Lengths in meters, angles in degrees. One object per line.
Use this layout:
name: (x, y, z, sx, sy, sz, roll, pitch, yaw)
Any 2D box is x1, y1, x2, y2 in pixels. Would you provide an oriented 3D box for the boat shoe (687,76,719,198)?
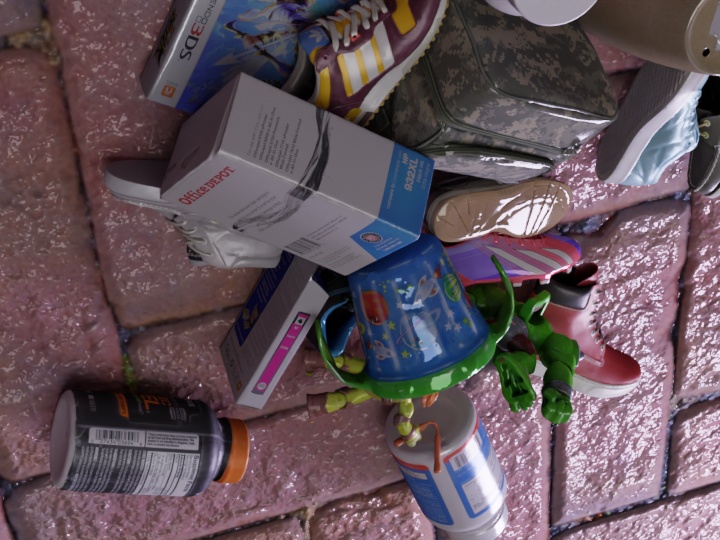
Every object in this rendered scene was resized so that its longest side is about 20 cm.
boat shoe: (0.378, -0.173, 1.334, 0.060, 0.072, 0.202, 2, 117, -20)

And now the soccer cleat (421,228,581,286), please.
soccer cleat: (0.149, -0.022, 1.364, 0.200, 0.067, 0.077, -10, 107, -17)

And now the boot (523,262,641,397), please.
boot: (0.269, 0.065, 1.461, 0.200, 0.072, 0.144, 17, 119, -26)

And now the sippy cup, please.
sippy cup: (0.051, 0.038, 1.245, 0.178, 0.140, 0.130, -32, 111, -33)

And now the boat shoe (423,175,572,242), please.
boat shoe: (0.138, -0.074, 1.319, 0.200, 0.065, 0.072, -10, 128, -37)

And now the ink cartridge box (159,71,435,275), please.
ink cartridge box: (-0.058, -0.081, 1.134, 0.200, 0.084, 0.145, 22, 158, -22)

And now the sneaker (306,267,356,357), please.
sneaker: (0.000, 0.000, 1.310, 0.073, 0.082, 0.200, 13, 118, -25)

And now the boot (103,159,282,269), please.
boot: (-0.157, -0.046, 1.223, 0.200, 0.074, 0.096, 7, 115, -25)

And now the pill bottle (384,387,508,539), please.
pill bottle: (0.110, 0.239, 1.503, 0.112, 0.112, 0.200, -25, 129, -1)

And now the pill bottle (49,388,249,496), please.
pill bottle: (-0.222, 0.187, 1.348, 0.200, 0.106, 0.106, 8, 121, -25)

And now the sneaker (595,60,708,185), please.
sneaker: (0.320, -0.162, 1.300, 0.082, 0.074, 0.200, 7, 145, -19)

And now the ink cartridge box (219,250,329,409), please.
ink cartridge box: (-0.082, 0.038, 1.298, 0.037, 0.095, 0.200, 16, 117, -27)

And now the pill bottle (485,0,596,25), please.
pill bottle: (0.130, -0.287, 1.075, 0.113, 0.200, 0.113, -10, 127, -13)

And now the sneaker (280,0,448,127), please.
sneaker: (-0.002, -0.203, 1.111, 0.090, 0.075, 0.200, 18, 115, -37)

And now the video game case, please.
video game case: (-0.074, -0.211, 1.155, 0.200, 0.045, 0.181, 15, 119, -29)

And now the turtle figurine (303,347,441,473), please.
turtle figurine: (0.022, 0.129, 1.378, 0.161, 0.064, 0.200, -5, 92, 1)

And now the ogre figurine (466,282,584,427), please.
ogre figurine: (0.161, 0.077, 1.358, 0.120, 0.200, 0.098, -32, 133, -47)

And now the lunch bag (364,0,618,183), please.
lunch bag: (0.117, -0.158, 1.189, 0.200, 0.140, 0.168, 5, 149, -40)

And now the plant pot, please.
plant pot: (0.290, -0.264, 1.151, 0.187, 0.200, 0.187, -10, 126, -14)
